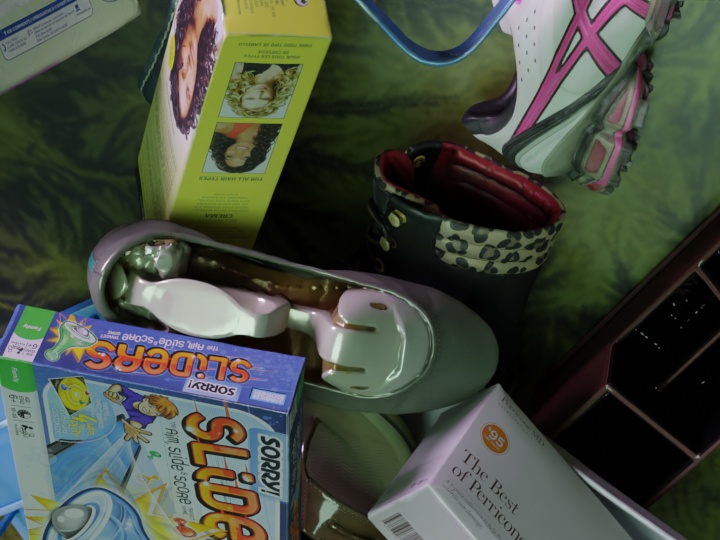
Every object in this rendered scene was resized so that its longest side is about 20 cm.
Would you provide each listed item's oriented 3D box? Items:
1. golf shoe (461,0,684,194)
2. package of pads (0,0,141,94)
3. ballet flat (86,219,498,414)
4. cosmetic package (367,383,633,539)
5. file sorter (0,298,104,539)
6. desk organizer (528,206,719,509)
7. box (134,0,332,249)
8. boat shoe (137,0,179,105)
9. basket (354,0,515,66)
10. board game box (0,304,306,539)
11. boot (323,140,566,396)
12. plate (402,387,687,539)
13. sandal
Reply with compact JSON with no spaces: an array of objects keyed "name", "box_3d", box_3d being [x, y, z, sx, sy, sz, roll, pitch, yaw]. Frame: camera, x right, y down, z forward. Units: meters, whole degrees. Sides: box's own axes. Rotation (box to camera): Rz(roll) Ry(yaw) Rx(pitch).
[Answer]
[{"name":"golf shoe","box_3d":[0.107,-0.132,0.811,0.092,0.073,0.200,17,119,4]},{"name":"package of pads","box_3d":[-0.217,-0.100,0.830,0.200,0.154,0.068,-18,106,44]},{"name":"ballet flat","box_3d":[-0.030,0.027,0.793,0.200,0.064,0.067,15,97,-6]},{"name":"cosmetic package","box_3d":[0.100,0.157,0.820,0.200,0.083,0.051,49,132,-8]},{"name":"file sorter","box_3d":[-0.168,0.144,0.989,0.139,0.123,0.200,-23,109,22]},{"name":"desk organizer","box_3d":[0.173,0.040,0.881,0.072,0.077,0.200,38,118,-8]},{"name":"box","box_3d":[-0.064,-0.073,0.796,0.050,0.075,0.200,0,148,-17]},{"name":"boat shoe","box_3d":[-0.068,-0.167,0.834,0.062,0.075,0.200,27,118,-3]},{"name":"basket","box_3d":[0.037,-0.209,0.737,0.176,0.139,0.200,37,114,-18]},{"name":"board game box","box_3d":[-0.095,0.104,0.827,0.135,0.034,0.200,10,138,7]},{"name":"boot","box_3d":[0.000,0.000,0.888,0.200,0.073,0.151,18,132,-1]},{"name":"plate","box_3d":[0.065,0.141,0.910,0.199,0.032,0.200,37,136,5]},{"name":"sandal","box_3d":[-0.010,0.131,0.889,0.080,0.057,0.201,9,127,28]}]
